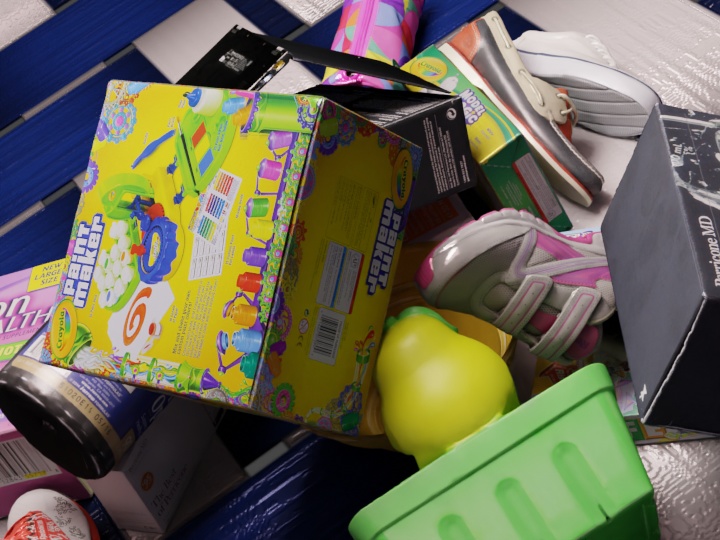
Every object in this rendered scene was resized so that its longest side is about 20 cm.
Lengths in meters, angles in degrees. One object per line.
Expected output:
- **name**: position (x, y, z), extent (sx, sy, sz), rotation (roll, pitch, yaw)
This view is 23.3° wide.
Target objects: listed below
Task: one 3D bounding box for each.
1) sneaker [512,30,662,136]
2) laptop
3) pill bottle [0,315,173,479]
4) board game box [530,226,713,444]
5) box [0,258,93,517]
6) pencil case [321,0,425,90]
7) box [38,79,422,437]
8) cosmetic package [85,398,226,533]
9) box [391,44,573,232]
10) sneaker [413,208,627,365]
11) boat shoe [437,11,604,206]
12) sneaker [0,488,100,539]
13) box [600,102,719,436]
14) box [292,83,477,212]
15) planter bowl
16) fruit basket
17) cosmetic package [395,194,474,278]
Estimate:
- **sneaker**: position (0.192, -0.174, 1.519), extent (0.071, 0.073, 0.200), rotation (-47, 42, -17)
- **laptop**: position (-0.062, -0.126, 1.386), extent (0.200, 0.116, 0.187), rotation (-44, 21, -2)
- **pill bottle**: position (-0.175, 0.052, 1.327), extent (0.112, 0.112, 0.200), rotation (17, 56, 41)
- **board game box**: position (0.203, 0.043, 1.305), extent (0.134, 0.034, 0.200), rotation (-8, 43, 22)
- **box**: position (-0.310, 0.106, 1.485), extent (0.175, 0.097, 0.200), rotation (-14, 40, 16)
- **pencil case**: position (0.011, -0.209, 1.655), extent (0.088, 0.089, 0.200), rotation (-10, 41, 20)
- **box**: position (-0.087, -0.010, 1.166), extent (0.192, 0.122, 0.201), rotation (9, 83, 36)
- **cosmetic package**: position (-0.150, 0.105, 1.405), extent (0.051, 0.083, 0.200), rotation (0, 47, 30)
- **box**: position (0.097, -0.108, 1.467), extent (0.048, 0.117, 0.200), rotation (-36, 39, -2)
- **sneaker**: position (0.132, 0.017, 1.224), extent (0.199, 0.081, 0.088), rotation (4, 46, -29)
- **boat shoe**: position (0.145, -0.138, 1.469), extent (0.063, 0.071, 0.200), rotation (-36, 63, -4)
- **sneaker**: position (-0.250, 0.214, 1.314), extent (0.067, 0.108, 0.201), rotation (-49, 40, 7)
- **box**: position (0.281, 0.008, 1.161), extent (0.196, 0.124, 0.200), rotation (8, 41, -10)
- **box**: position (-0.026, -0.089, 1.385), extent (0.141, 0.079, 0.200), rotation (-20, 19, -30)
- **planter bowl**: position (0.041, 0.076, 1.324), extent (0.200, 0.084, 0.201), rotation (-17, 40, 14)
- **fruit basket**: position (0.079, 0.127, 1.177), extent (0.215, 0.156, 0.216), rotation (-6, 60, 10)
- **cosmetic package**: position (0.000, 0.000, 1.442), extent (0.200, 0.071, 0.102), rotation (-29, 39, -1)
